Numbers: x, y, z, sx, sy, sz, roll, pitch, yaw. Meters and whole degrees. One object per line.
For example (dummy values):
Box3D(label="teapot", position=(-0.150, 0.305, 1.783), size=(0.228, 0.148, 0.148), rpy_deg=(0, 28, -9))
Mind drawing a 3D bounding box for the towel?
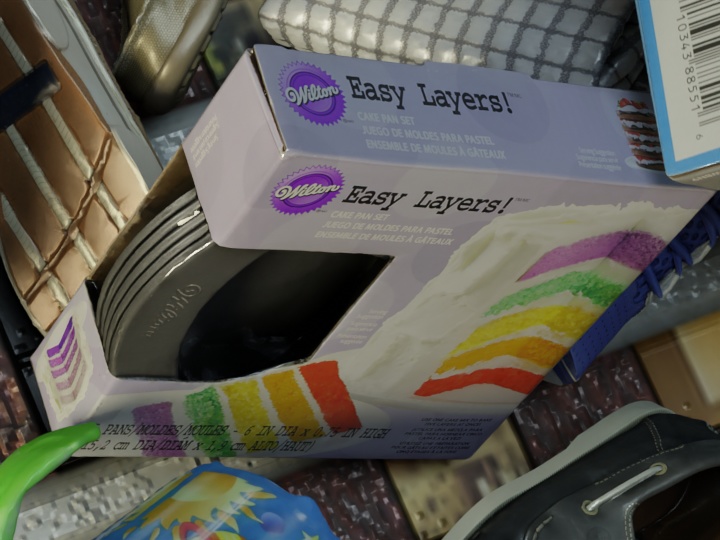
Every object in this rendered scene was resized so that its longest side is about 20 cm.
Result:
Box3D(label="towel", position=(0.079, -0.129, 1.148), size=(0.165, 0.086, 0.200), rpy_deg=(15, 53, 34))

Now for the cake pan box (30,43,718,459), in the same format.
Box3D(label="cake pan box", position=(0.000, 0.000, 1.024), size=(0.199, 0.184, 0.053), rpy_deg=(4, 50, -35))

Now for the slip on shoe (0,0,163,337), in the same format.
Box3D(label="slip on shoe", position=(-0.117, -0.051, 1.104), size=(0.201, 0.076, 0.061), rpy_deg=(60, 20, 0))

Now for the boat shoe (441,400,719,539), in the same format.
Box3D(label="boat shoe", position=(0.080, 0.116, 1.074), size=(0.067, 0.072, 0.200), rpy_deg=(24, 43, 36))

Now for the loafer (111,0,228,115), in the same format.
Box3D(label="loafer", position=(-0.084, -0.153, 1.150), size=(0.067, 0.076, 0.201), rpy_deg=(13, 57, -12))

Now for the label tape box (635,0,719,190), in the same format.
Box3D(label="label tape box", position=(0.179, -0.098, 1.054), size=(0.199, 0.063, 0.145), rpy_deg=(7, 70, -51))

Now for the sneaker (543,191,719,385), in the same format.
Box3D(label="sneaker", position=(0.140, -0.044, 1.145), size=(0.115, 0.081, 0.200), rpy_deg=(12, 56, 37))

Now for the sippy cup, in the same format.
Box3D(label="sippy cup", position=(-0.065, 0.143, 1.014), size=(0.139, 0.179, 0.130), rpy_deg=(24, 48, 23))
